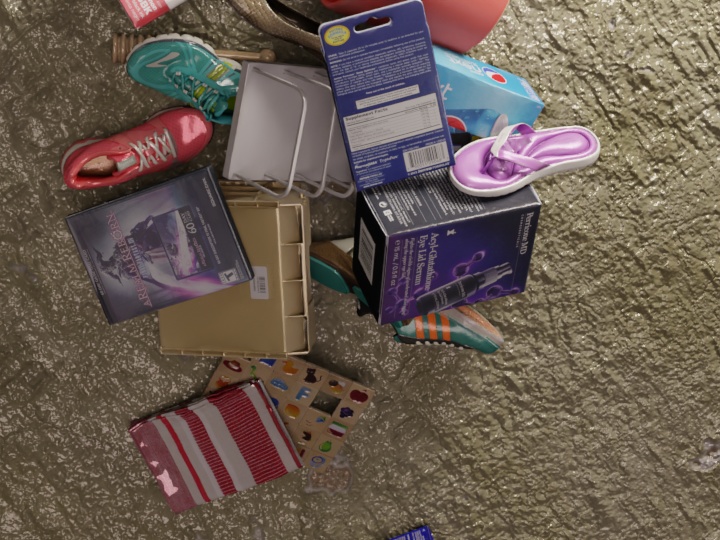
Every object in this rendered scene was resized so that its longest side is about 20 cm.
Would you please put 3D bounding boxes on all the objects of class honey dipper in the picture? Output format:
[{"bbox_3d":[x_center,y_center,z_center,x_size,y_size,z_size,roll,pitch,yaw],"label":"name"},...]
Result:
[{"bbox_3d":[-0.200,-0.265,1.652,0.197,0.038,0.039,1,108,-10],"label":"honey dipper"}]

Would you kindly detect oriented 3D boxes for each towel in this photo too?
[{"bbox_3d":[-0.191,0.233,1.789,0.198,0.023,0.145,-21,109,16],"label":"towel"}]

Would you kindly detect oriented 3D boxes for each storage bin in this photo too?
[{"bbox_3d":[-0.153,-0.003,1.678,0.196,0.094,0.203,2,107,11],"label":"storage bin"}]

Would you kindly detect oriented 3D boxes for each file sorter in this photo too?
[{"bbox_3d":[-0.038,-0.159,1.606,0.198,0.124,0.141,-2,111,-40],"label":"file sorter"}]

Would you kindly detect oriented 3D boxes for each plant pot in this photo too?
[{"bbox_3d":[0.074,-0.353,1.576,0.176,0.201,0.202,25,104,-23],"label":"plant pot"}]

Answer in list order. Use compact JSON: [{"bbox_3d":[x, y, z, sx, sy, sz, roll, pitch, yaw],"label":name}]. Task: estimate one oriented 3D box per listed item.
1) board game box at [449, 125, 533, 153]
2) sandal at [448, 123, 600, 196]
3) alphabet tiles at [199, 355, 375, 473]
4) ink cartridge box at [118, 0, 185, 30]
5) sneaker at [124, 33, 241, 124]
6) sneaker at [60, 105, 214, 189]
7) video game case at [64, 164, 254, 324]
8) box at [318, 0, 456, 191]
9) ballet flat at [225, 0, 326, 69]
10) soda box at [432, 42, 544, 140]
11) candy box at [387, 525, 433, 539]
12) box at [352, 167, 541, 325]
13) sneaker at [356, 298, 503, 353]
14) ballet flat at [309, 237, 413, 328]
[{"bbox_3d":[0.131,-0.124,1.716,0.163,0.057,0.203,-2,108,-4],"label":"board game box"},{"bbox_3d":[0.189,-0.142,1.577,0.201,0.083,0.050,-17,142,-25],"label":"sandal"},{"bbox_3d":[-0.104,0.176,1.781,0.198,0.008,0.168,23,125,-12],"label":"alphabet tiles"},{"bbox_3d":[-0.188,-0.368,1.559,0.198,0.147,0.083,-29,108,5],"label":"ink cartridge box"},{"bbox_3d":[-0.182,-0.219,1.617,0.198,0.080,0.078,17,125,-23],"label":"sneaker"},{"bbox_3d":[-0.269,-0.138,1.655,0.198,0.087,0.075,-20,109,1],"label":"sneaker"},{"bbox_3d":[-0.241,-0.028,1.630,0.198,0.019,0.144,-17,103,16],"label":"video game case"},{"bbox_3d":[0.029,-0.196,1.504,0.120,0.033,0.202,-14,120,-1],"label":"box"},{"bbox_3d":[-0.069,-0.277,1.534,0.199,0.068,0.046,30,122,-22],"label":"ballet flat"},{"bbox_3d":[0.112,-0.210,1.589,0.198,0.064,0.068,16,119,-29],"label":"soda box"},{"bbox_3d":[0.031,0.471,1.881,0.198,0.077,0.171,-20,109,2],"label":"candy box"},{"bbox_3d":[0.099,-0.040,1.609,0.197,0.105,0.149,-13,136,-15],"label":"box"},{"bbox_3d":[0.087,0.066,1.767,0.198,0.071,0.081,28,104,-5],"label":"sneaker"},{"bbox_3d":[0.000,0.000,1.708,0.073,0.199,0.068,-50,145,-18],"label":"ballet flat"}]
